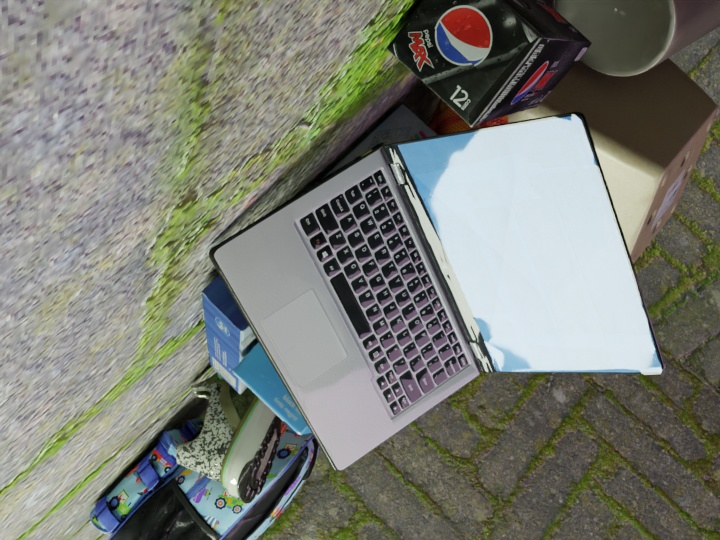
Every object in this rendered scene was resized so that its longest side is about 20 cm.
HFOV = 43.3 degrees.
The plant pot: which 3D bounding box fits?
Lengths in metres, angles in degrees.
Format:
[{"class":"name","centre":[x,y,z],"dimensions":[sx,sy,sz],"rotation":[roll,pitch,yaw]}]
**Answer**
[{"class":"plant pot","centre":[0.218,-0.113,0.872],"dimensions":[0.200,0.177,0.200],"rotation":[-43,152,-36]}]

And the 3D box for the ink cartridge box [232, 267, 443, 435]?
[{"class":"ink cartridge box","centre":[0.007,0.024,0.668],"dimensions":[0.200,0.068,0.116],"rotation":[-48,172,-4]}]

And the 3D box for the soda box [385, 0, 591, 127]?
[{"class":"soda box","centre":[0.090,-0.144,0.579],"dimensions":[0.063,0.071,0.200],"rotation":[-49,173,23]}]

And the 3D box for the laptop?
[{"class":"laptop","centre":[0.049,0.025,0.550],"dimensions":[0.200,0.188,0.116],"rotation":[-33,-152,-12]}]

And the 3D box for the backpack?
[{"class":"backpack","centre":[-0.138,0.208,0.894],"dimensions":[0.200,0.135,0.183],"rotation":[-47,173,1]}]

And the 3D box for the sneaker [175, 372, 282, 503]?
[{"class":"sneaker","centre":[-0.103,0.097,0.794],"dimensions":[0.077,0.088,0.200],"rotation":[93,13,-54]}]

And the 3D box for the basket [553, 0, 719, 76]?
[{"class":"basket","centre":[0.270,-0.260,0.793],"dimensions":[0.200,0.136,0.181],"rotation":[-38,156,-32]}]

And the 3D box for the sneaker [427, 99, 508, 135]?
[{"class":"sneaker","centre":[0.085,-0.110,0.723],"dimensions":[0.200,0.073,0.077],"rotation":[-133,-132,-82]}]

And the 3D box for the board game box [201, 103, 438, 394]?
[{"class":"board game box","centre":[-0.035,-0.008,0.696],"dimensions":[0.199,0.043,0.200],"rotation":[-44,172,-19]}]
